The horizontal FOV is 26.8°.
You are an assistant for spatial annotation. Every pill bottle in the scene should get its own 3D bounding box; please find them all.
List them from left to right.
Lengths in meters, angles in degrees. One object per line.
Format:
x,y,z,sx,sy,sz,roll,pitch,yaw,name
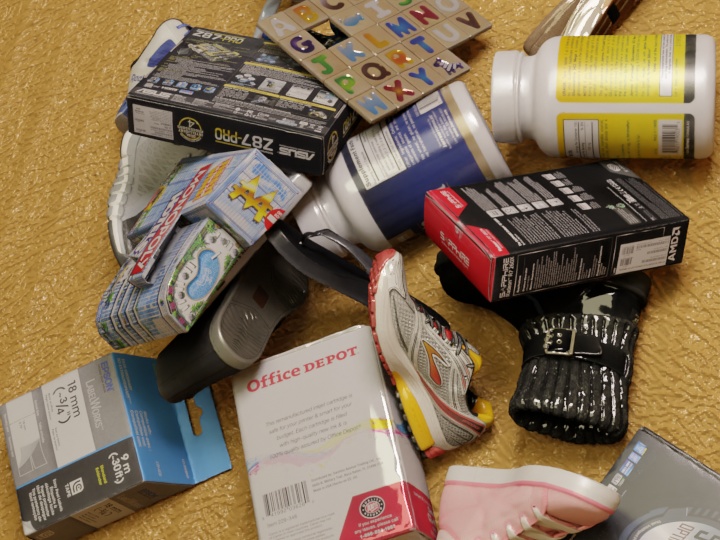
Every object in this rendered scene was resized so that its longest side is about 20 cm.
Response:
0.035,-0.087,1.445,0.199,0.111,0.111,-28,60,8,pill bottle
0.223,-0.159,1.387,0.199,0.113,0.113,2,68,12,pill bottle

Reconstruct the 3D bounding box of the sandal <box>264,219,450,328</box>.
0.000,0.000,1.391,0.043,0.200,0.076,-57,19,12,sandal

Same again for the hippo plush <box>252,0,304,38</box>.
-0.050,-0.366,1.575,0.199,0.161,0.160,-10,64,17,hippo plush

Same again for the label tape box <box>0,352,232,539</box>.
-0.241,0.161,1.472,0.199,0.063,0.145,-25,61,10,label tape box

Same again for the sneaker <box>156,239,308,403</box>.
-0.126,0.044,1.441,0.106,0.075,0.200,-32,12,31,sneaker

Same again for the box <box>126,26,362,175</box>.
-0.101,-0.167,1.451,0.199,0.049,0.161,12,38,14,box

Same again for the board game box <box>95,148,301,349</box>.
-0.148,-0.033,1.373,0.200,0.062,0.200,-18,36,55,board game box

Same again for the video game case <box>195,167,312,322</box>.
-0.139,-0.033,1.474,0.182,0.023,0.200,-50,21,-5,video game case

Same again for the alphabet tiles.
0.027,-0.229,1.474,0.200,0.008,0.167,-31,60,-32,alphabet tiles

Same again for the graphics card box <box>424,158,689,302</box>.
0.171,-0.039,1.327,0.199,0.051,0.126,-12,34,-22,graphics card box

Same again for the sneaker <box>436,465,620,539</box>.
0.132,0.219,1.258,0.200,0.075,0.105,-9,58,55,sneaker

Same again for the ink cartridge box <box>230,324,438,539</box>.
-0.023,0.171,1.367,0.147,0.086,0.201,-19,60,14,ink cartridge box

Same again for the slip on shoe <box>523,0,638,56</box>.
0.235,-0.275,1.474,0.060,0.076,0.200,34,90,24,slip on shoe

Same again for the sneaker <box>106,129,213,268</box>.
-0.190,-0.082,1.540,0.115,0.075,0.201,-13,51,13,sneaker

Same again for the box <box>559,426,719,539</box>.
0.243,0.254,1.247,0.160,0.044,0.200,34,82,31,box

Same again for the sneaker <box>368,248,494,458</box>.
0.061,0.067,1.338,0.082,0.201,0.078,-19,25,9,sneaker

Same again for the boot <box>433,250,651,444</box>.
0.149,0.063,1.351,0.210,0.079,0.158,9,71,24,boot

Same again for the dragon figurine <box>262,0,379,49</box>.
0.002,-0.238,1.533,0.199,0.099,0.059,-14,63,16,dragon figurine

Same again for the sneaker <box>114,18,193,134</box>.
-0.170,-0.218,1.604,0.199,0.081,0.116,-10,66,19,sneaker
